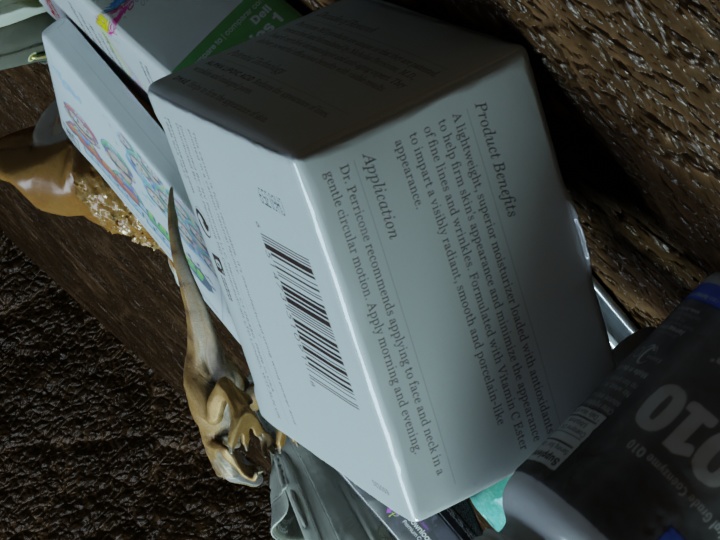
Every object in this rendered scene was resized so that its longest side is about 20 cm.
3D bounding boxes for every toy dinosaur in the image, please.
[{"bbox_3d":[-0.087,0.064,1.622,0.106,0.060,0.200,29,138,43],"label":"toy dinosaur"}]

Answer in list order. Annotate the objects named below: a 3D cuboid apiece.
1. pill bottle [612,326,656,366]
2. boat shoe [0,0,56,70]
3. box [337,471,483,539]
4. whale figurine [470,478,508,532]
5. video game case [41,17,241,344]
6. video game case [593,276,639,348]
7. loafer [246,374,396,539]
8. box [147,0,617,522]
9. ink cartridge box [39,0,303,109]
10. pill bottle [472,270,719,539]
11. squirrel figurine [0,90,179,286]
[{"bbox_3d":[0.194,0.123,1.379,0.200,0.112,0.112,42,170,18],"label":"pill bottle"},{"bbox_3d":[-0.214,-0.167,1.768,0.072,0.060,0.201,45,-147,21],"label":"boat shoe"},{"bbox_3d":[0.020,0.119,1.686,0.143,0.036,0.200,50,-176,-18],"label":"box"},{"bbox_3d":[0.097,0.114,1.790,0.159,0.104,0.200,51,167,-33],"label":"whale figurine"},{"bbox_3d":[-0.126,-0.051,1.714,0.200,0.024,0.182,50,169,11],"label":"video game case"},{"bbox_3d":[0.095,0.004,1.590,0.182,0.023,0.200,49,169,-18],"label":"video game case"},{"bbox_3d":[-0.030,0.139,1.692,0.070,0.070,0.200,47,-173,-48],"label":"loafer"},{"bbox_3d":[0.012,-0.013,1.355,0.200,0.130,0.199,28,140,62],"label":"box"},{"bbox_3d":[-0.112,-0.150,1.633,0.200,0.084,0.145,42,172,18],"label":"ink cartridge box"},{"bbox_3d":[0.138,0.106,1.268,0.114,0.200,0.114,44,171,9],"label":"pill bottle"},{"bbox_3d":[-0.162,-0.058,2.129,0.187,0.142,0.200,44,176,-36],"label":"squirrel figurine"}]
